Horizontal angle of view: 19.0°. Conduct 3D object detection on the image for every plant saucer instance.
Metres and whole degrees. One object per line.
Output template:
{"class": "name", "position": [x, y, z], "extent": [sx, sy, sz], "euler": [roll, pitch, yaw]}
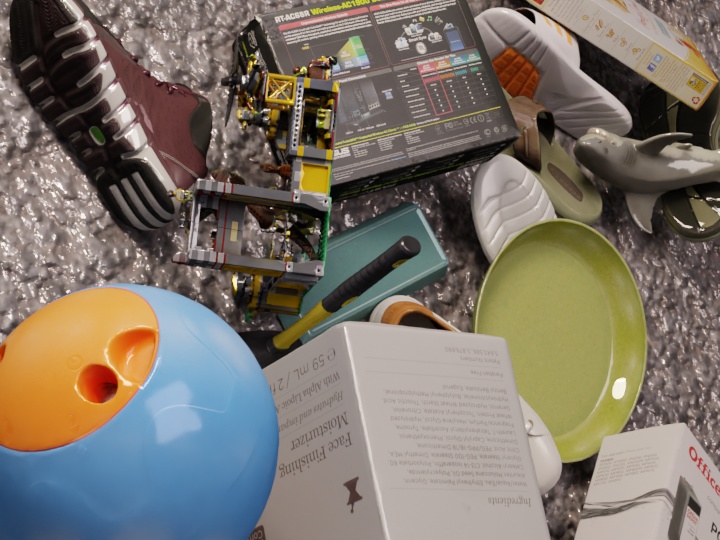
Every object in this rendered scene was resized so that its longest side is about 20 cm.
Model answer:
{"class": "plant saucer", "position": [0.160, 0.058, 1.786], "extent": [0.199, 0.031, 0.202], "euler": [3, 86, -40]}
{"class": "plant saucer", "position": [0.000, 0.000, 1.710], "extent": [0.199, 0.019, 0.070], "euler": [-27, 87, -47]}

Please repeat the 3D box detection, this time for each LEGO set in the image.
{"class": "LEGO set", "position": [-0.086, -0.064, 1.573], "extent": [0.115, 0.154, 0.202], "euler": [7, 88, -9]}

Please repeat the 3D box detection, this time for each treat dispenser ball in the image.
{"class": "treat dispenser ball", "position": [-0.151, 0.110, 1.369], "extent": [0.200, 0.200, 0.203], "euler": [22, 54, -34]}

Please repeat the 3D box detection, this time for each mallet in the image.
{"class": "mallet", "position": [-0.034, 0.029, 1.530], "extent": [0.065, 0.200, 0.041], "euler": [-6, 66, -38]}

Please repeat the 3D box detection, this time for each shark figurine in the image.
{"class": "shark figurine", "position": [0.284, -0.078, 1.938], "extent": [0.212, 0.128, 0.091], "euler": [4, 85, -8]}

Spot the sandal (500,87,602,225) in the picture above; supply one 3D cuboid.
{"class": "sandal", "position": [0.150, -0.119, 1.889], "extent": [0.201, 0.057, 0.080], "euler": [39, 46, -22]}

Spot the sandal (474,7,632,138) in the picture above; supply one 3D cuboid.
{"class": "sandal", "position": [0.168, -0.185, 1.935], "extent": [0.206, 0.079, 0.060], "euler": [34, 46, -37]}

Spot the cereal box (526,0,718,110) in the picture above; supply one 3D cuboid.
{"class": "cereal box", "position": [0.227, -0.232, 1.969], "extent": [0.199, 0.040, 0.144], "euler": [31, 18, -16]}

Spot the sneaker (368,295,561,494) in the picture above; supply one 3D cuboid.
{"class": "sneaker", "position": [0.083, 0.104, 1.671], "extent": [0.200, 0.085, 0.073], "euler": [45, 85, -6]}

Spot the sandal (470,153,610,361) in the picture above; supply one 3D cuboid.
{"class": "sandal", "position": [0.141, -0.003, 1.828], "extent": [0.082, 0.050, 0.204], "euler": [-41, 110, -32]}

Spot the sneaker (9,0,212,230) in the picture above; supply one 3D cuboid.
{"class": "sneaker", "position": [-0.176, -0.136, 1.586], "extent": [0.115, 0.075, 0.201], "euler": [-43, 110, -52]}

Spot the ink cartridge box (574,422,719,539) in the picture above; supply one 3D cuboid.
{"class": "ink cartridge box", "position": [0.243, 0.246, 1.739], "extent": [0.147, 0.082, 0.201], "euler": [51, 42, -29]}

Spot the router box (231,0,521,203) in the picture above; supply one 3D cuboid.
{"class": "router box", "position": [0.013, -0.145, 1.731], "extent": [0.198, 0.062, 0.151], "euler": [-15, 79, -29]}

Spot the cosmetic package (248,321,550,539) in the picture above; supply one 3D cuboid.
{"class": "cosmetic package", "position": [0.016, 0.163, 1.526], "extent": [0.164, 0.164, 0.202], "euler": [7, 62, -41]}

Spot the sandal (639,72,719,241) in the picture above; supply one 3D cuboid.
{"class": "sandal", "position": [0.306, -0.107, 2.024], "extent": [0.057, 0.079, 0.203], "euler": [68, 19, -56]}
